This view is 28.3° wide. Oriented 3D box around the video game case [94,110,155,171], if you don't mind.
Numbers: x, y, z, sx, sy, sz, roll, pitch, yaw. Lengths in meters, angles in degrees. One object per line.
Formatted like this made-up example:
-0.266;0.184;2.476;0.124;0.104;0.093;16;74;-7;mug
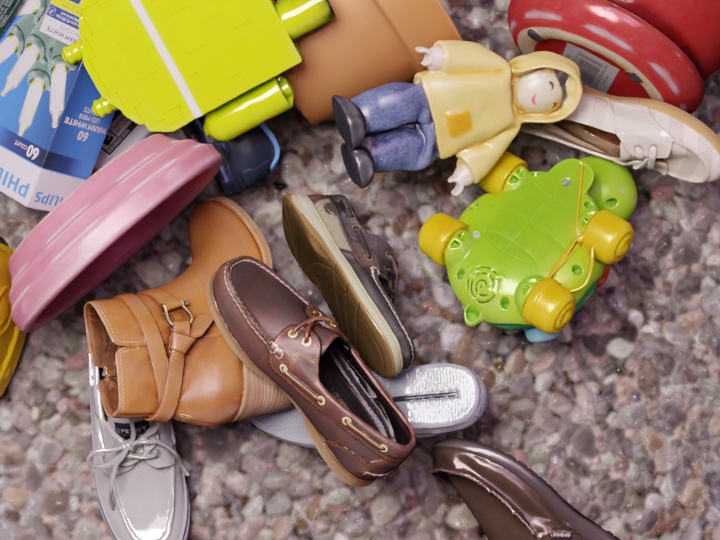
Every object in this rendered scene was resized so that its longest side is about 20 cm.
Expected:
-0.216;-0.206;1.220;0.182;0.022;0.200;39;76;6;video game case

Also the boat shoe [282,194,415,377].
0.000;0.000;1.125;0.064;0.074;0.201;-19;49;-17;boat shoe

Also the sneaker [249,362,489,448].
0.007;0.109;1.130;0.198;0.071;0.074;1;76;18;sneaker

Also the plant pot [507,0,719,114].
0.235;-0.232;1.175;0.199;0.200;0.184;28;81;3;plant pot

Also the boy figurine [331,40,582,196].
0.080;-0.120;1.111;0.198;0.064;0.126;-14;114;-11;boy figurine

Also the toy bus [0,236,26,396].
-0.360;0.011;1.063;0.198;0.192;0.137;11;76;0;toy bus

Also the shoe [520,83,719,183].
0.202;-0.110;1.153;0.199;0.070;0.054;26;68;24;shoe

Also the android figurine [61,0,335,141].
-0.125;-0.183;1.061;0.199;0.041;0.183;-28;108;8;android figurine

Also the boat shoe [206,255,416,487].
-0.033;0.065;1.053;0.200;0.070;0.070;49;50;2;boat shoe

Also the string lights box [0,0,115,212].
-0.241;-0.157;1.130;0.102;0.059;0.202;26;97;31;string lights box

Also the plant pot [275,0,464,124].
-0.024;-0.214;1.160;0.140;0.200;0.201;-37;80;3;plant pot

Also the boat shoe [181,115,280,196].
-0.151;-0.147;1.156;0.069;0.084;0.200;-42;80;-10;boat shoe

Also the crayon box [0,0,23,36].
-0.319;-0.281;1.147;0.127;0.051;0.201;-50;50;22;crayon box

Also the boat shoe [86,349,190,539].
-0.173;0.127;1.099;0.074;0.086;0.204;-7;75;-6;boat shoe

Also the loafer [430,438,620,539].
0.131;0.204;1.109;0.199;0.073;0.071;35;75;6;loafer

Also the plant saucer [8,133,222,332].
-0.193;-0.036;1.079;0.200;0.200;0.051;-43;92;-14;plant saucer

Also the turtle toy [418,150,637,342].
0.151;-0.024;1.157;0.145;0.101;0.200;34;71;29;turtle toy

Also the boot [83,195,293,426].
-0.141;0.025;1.093;0.153;0.074;0.201;-1;54;-33;boot
